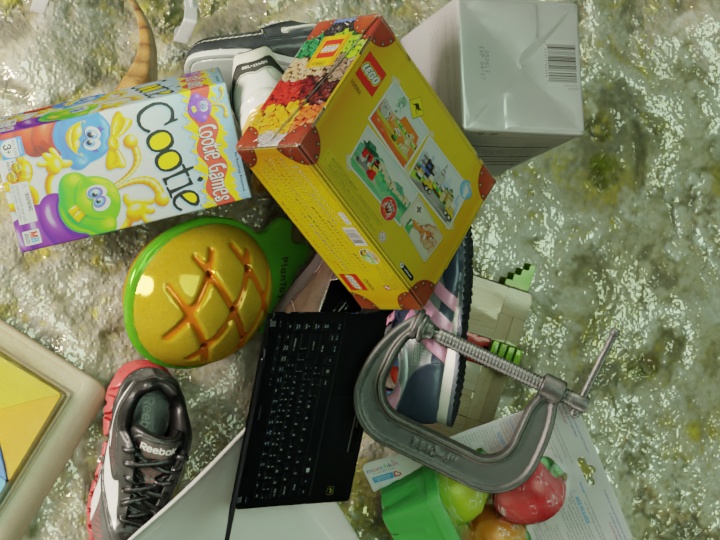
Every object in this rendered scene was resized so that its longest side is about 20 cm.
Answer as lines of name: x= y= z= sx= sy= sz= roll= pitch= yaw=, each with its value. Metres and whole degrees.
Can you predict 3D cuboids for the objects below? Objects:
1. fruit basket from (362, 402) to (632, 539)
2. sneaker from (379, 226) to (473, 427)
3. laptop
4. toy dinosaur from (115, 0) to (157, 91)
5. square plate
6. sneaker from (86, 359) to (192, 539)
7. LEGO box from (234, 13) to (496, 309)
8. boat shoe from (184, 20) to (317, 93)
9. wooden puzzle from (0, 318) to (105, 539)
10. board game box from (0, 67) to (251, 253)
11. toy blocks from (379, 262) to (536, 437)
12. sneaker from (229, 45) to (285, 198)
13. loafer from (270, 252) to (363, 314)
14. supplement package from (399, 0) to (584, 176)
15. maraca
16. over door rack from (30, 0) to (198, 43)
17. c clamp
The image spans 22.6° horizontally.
fruit basket: x=0.124 y=0.206 z=1.617 sx=0.199 sy=0.094 sz=0.186 roll=-24 pitch=121 yaw=6
sneaker: x=0.056 y=0.034 z=1.588 sx=0.081 sy=0.070 sz=0.202 roll=5 pitch=84 yaw=11
laptop: x=-0.044 y=0.133 z=1.497 sx=0.199 sy=0.103 sz=0.179 roll=2 pitch=107 yaw=-39
toy dinosaur: x=-0.195 y=-0.157 z=1.607 sx=0.105 sy=0.060 sz=0.202 roll=21 pitch=76 yaw=-15
square plate: x=-0.106 y=0.246 z=1.571 sx=0.200 sy=0.028 sz=0.199 roll=-43 pitch=124 yaw=-23
sneaker: x=-0.190 y=0.176 z=1.548 sx=0.070 sy=0.098 sz=0.202 roll=10 pitch=81 yaw=-20
LEGO box: x=0.009 y=-0.088 z=1.498 sx=0.200 sy=0.077 sz=0.149 roll=52 pitch=55 yaw=-32
boat shoe: x=-0.064 y=-0.198 z=1.658 sx=0.198 sy=0.076 sz=0.061 roll=4 pitch=63 yaw=-14
wooden puzzle: x=-0.341 y=0.127 z=1.530 sx=0.199 sy=0.037 sz=0.186 roll=34 pitch=73 yaw=-13
board game box: x=-0.203 y=-0.096 z=1.534 sx=0.198 sy=0.103 sz=0.106 roll=-14 pitch=104 yaw=-5
toy blocks: x=0.069 y=0.072 z=1.658 sx=0.136 sy=0.100 sz=0.202 roll=17 pitch=92 yaw=-9
sneaker: x=-0.072 y=-0.131 z=1.585 sx=0.075 sy=0.200 sz=0.088 roll=-16 pitch=71 yaw=-4
loafer: x=0.000 y=0.000 z=1.591 sx=0.073 sy=0.071 sz=0.201 roll=37 pitch=82 yaw=-39
supplement package: x=0.107 y=-0.163 z=1.643 sx=0.119 sy=0.200 sz=0.122 roll=0 pitch=82 yaw=-20
maraca: x=-0.125 y=0.017 z=1.589 sx=0.199 sy=0.107 sz=0.138 roll=-10 pitch=116 yaw=-40
over door rack: x=-0.205 y=-0.316 z=1.605 sx=0.147 sy=0.067 sz=0.202 roll=11 pitch=69 yaw=-18
c clamp: x=0.100 y=0.097 z=1.541 sx=0.198 sy=0.027 sz=0.172 roll=20 pitch=95 yaw=2
